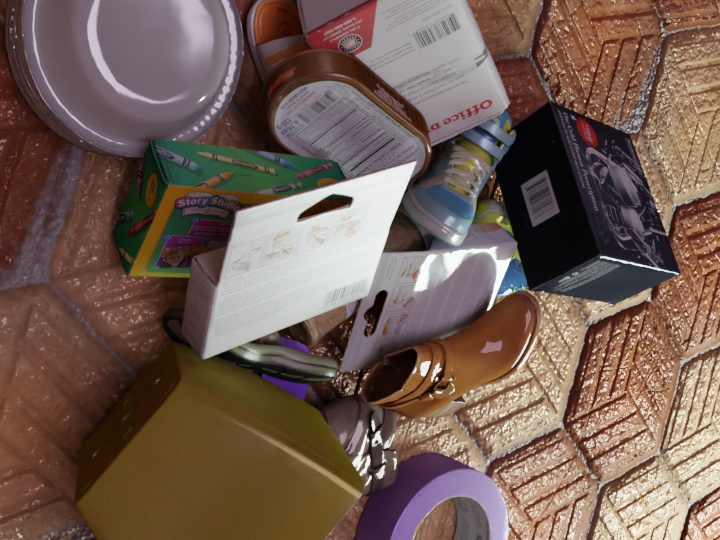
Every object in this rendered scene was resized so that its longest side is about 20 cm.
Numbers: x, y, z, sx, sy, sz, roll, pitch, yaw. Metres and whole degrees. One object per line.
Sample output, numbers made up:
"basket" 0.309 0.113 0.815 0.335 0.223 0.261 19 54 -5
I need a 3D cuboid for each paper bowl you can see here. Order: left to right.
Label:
"paper bowl" -0.195 -0.200 0.738 0.199 0.104 0.204 -7 102 -36

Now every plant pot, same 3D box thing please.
"plant pot" -0.144 0.182 0.770 0.176 0.200 0.200 42 87 -18

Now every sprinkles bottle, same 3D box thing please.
"sprinkles bottle" 0.000 0.000 0.930 0.199 0.068 0.069 -38 117 -25

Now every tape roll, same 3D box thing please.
"tape roll" 0.090 0.333 1.049 0.198 0.065 0.203 -5 99 -35

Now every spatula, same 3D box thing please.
"spatula" -0.098 0.173 0.913 0.056 0.021 0.203 16 90 -24

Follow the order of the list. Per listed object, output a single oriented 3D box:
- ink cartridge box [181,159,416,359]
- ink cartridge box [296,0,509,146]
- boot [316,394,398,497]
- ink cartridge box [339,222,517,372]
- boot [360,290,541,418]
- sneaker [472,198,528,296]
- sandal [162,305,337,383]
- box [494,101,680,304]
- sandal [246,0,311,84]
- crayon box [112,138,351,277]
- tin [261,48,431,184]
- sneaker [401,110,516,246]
"ink cartridge box" -0.056 -0.022 0.763 0.198 0.045 0.177 -20 144 -37
"ink cartridge box" 0.046 -0.220 0.845 0.145 0.084 0.200 -23 143 14
"boot" -0.023 0.238 0.954 0.145 0.070 0.203 8 97 -42
"ink cartridge box" 0.069 0.030 0.964 0.198 0.050 0.164 -4 126 -32
"boot" 0.103 0.093 0.945 0.154 0.074 0.201 18 116 -50
"sneaker" 0.196 -0.001 1.078 0.199 0.076 0.106 35 89 -27
"sandal" -0.110 0.068 0.859 0.199 0.079 0.058 21 70 -35
"box" 0.270 -0.076 1.030 0.181 0.104 0.203 8 61 -43
"sandal" -0.048 -0.181 0.872 0.079 0.059 0.209 -31 114 -28
"crayon box" -0.117 -0.052 0.804 0.198 0.059 0.119 2 138 -37
"tin" -0.011 -0.138 0.838 0.199 0.111 0.042 29 42 -42
"sneaker" 0.111 -0.113 0.907 0.079 0.200 0.131 31 113 -7
